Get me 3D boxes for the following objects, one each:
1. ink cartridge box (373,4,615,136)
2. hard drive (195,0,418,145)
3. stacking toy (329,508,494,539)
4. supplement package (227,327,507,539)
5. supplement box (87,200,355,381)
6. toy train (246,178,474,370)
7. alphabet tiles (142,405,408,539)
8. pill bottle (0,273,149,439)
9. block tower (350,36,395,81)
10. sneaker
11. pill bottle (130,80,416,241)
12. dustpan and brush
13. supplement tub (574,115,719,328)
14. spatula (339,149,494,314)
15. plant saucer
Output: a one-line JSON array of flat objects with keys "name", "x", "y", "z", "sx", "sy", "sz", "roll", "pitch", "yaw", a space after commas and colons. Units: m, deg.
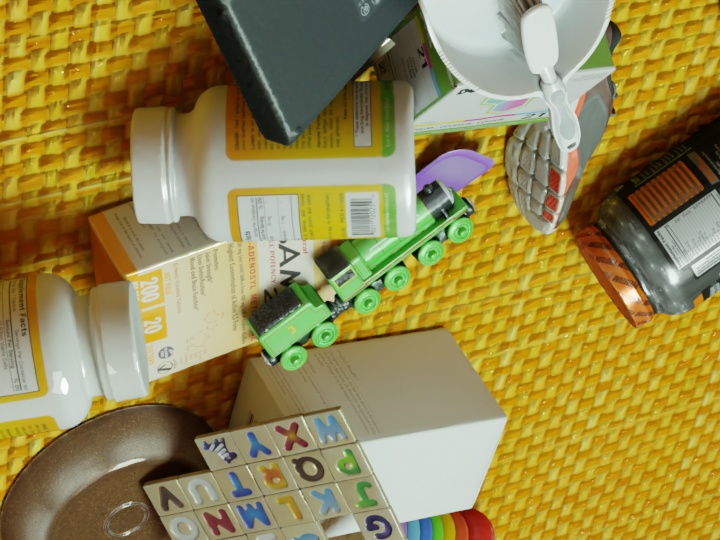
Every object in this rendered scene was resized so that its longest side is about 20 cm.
[{"name": "ink cartridge box", "x": 0.118, "y": -0.171, "z": 1.642, "sx": 0.147, "sy": 0.076, "sz": 0.200, "roll": -9, "pitch": 167, "yaw": -29}, {"name": "hard drive", "x": -0.020, "y": -0.201, "z": 1.533, "sx": 0.200, "sy": 0.033, "sz": 0.140, "roll": -50, "pitch": 137, "yaw": -25}, {"name": "stacking toy", "x": 0.055, "y": 0.242, "z": 2.099, "sx": 0.199, "sy": 0.086, "sz": 0.086, "roll": 9, "pitch": 125, "yaw": -48}, {"name": "supplement package", "x": 0.003, "y": 0.139, "z": 1.918, "sx": 0.199, "sy": 0.117, "sz": 0.118, "roll": -7, "pitch": 134, "yaw": -29}, {"name": "supplement box", "x": -0.099, "y": -0.007, "z": 1.727, "sx": 0.199, "sy": 0.074, "sz": 0.127, "roll": -21, "pitch": 140, "yaw": -18}, {"name": "toy train", "x": 0.000, "y": 0.000, "z": 1.720, "sx": 0.200, "sy": 0.042, "sz": 0.056, "roll": -38, "pitch": 133, "yaw": -1}, {"name": "alphabet tiles", "x": -0.071, "y": 0.194, "z": 1.838, "sx": 0.199, "sy": 0.008, "sz": 0.168, "roll": -13, "pitch": 119, "yaw": 24}, {"name": "pill bottle", "x": -0.254, "y": 0.063, "z": 1.613, "sx": 0.198, "sy": 0.113, "sz": 0.113, "roll": -9, "pitch": 139, "yaw": -1}, {"name": "block tower", "x": -0.056, "y": -0.200, "z": 1.575, "sx": 0.058, "sy": 0.054, "sz": 0.200, "roll": -41, "pitch": 141, "yaw": 7}, {"name": "sneaker", "x": 0.173, "y": -0.114, "z": 1.817, "sx": 0.081, "sy": 0.077, "sz": 0.201, "roll": -20, "pitch": 140, "yaw": -28}, {"name": "pill bottle", "x": -0.060, "y": -0.077, "z": 1.614, "sx": 0.198, "sy": 0.112, "sz": 0.112, "roll": -1, "pitch": 137, "yaw": 1}, {"name": "dustpan and brush", "x": 0.124, "y": -0.149, "z": 1.569, "sx": 0.139, "sy": 0.057, "sz": 0.200, "roll": -29, "pitch": 151, "yaw": -3}, {"name": "supplement tub", "x": 0.288, "y": -0.046, "z": 1.930, "sx": 0.199, "sy": 0.123, "sz": 0.123, "roll": -34, "pitch": 142, "yaw": 0}, {"name": "spatula", "x": 0.028, "y": -0.027, "z": 1.841, "sx": 0.056, "sy": 0.021, "sz": 0.200, "roll": 19, "pitch": 118, "yaw": -47}, {"name": "plant saucer", "x": -0.201, "y": 0.197, "z": 1.895, "sx": 0.199, "sy": 0.037, "sz": 0.201, "roll": -21, "pitch": 139, "yaw": -19}]
